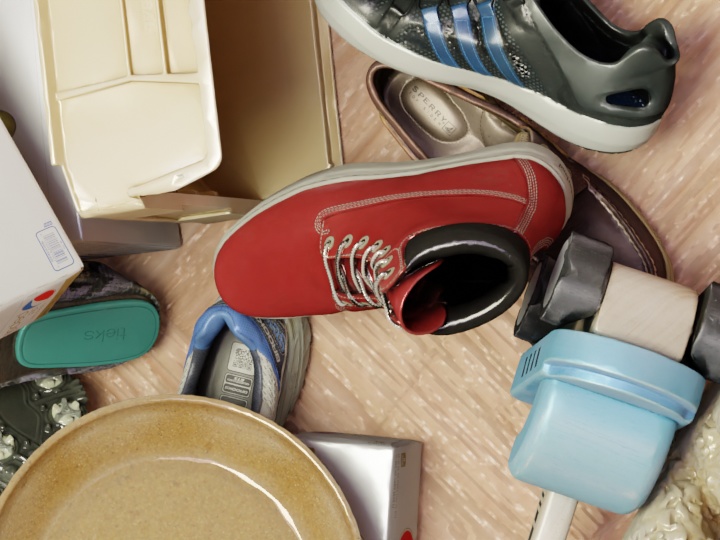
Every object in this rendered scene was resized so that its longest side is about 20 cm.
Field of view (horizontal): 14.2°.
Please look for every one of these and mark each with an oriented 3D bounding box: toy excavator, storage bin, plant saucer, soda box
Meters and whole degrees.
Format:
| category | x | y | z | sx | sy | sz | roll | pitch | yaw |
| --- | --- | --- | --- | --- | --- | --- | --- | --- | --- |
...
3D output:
| category | x | y | z | sx | sy | sz | roll | pitch | yaw |
| --- | --- | --- | --- | --- | --- | --- | --- | --- | --- |
| toy excavator | 0.107 | 0.099 | 1.476 | 0.100 | 0.194 | 0.200 | 20 | 78 | -3 |
| storage bin | -0.089 | -0.129 | 1.509 | 0.093 | 0.200 | 0.199 | -7 | 88 | 17 |
| plant saucer | -0.097 | 0.165 | 1.485 | 0.200 | 0.035 | 0.201 | 1 | 73 | -3 |
| soda box | -0.219 | -0.062 | 1.437 | 0.064 | 0.068 | 0.200 | -25 | 80 | -29 |
| soda box | -0.011 | 0.189 | 1.557 | 0.068 | 0.064 | 0.201 | 4 | 92 | 16 |

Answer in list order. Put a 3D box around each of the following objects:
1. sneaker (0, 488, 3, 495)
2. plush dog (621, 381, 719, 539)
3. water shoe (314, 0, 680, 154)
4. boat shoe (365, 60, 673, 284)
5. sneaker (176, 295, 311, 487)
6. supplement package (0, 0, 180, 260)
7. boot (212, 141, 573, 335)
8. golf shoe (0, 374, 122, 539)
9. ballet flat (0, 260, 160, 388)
| category | x | y | z | sx | sy | sz | roll | pitch | yaw |
| --- | --- | --- | --- | --- | --- | --- | --- | --- | --- |
| sneaker | -0.219 | 0.204 | 1.589 | 0.074 | 0.088 | 0.201 | -4 | 97 | -23 |
| plush dog | 0.247 | 0.113 | 1.464 | 0.172 | 0.161 | 0.200 | 30 | 127 | 0 |
| water shoe | 0.074 | -0.135 | 1.508 | 0.200 | 0.072 | 0.079 | 24 | 127 | 7 |
| boat shoe | 0.080 | -0.045 | 1.527 | 0.200 | 0.072 | 0.072 | 46 | 101 | 11 |
| sneaker | -0.079 | 0.107 | 1.565 | 0.077 | 0.085 | 0.201 | 4 | 91 | 16 |
| supplement package | -0.180 | -0.106 | 1.558 | 0.111 | 0.156 | 0.201 | -7 | 88 | 15 |
| boot | 0.000 | 0.000 | 1.453 | 0.200 | 0.144 | 0.073 | -14 | 109 | 23 |
| golf shoe | -0.170 | 0.121 | 1.592 | 0.077 | 0.088 | 0.200 | -25 | 53 | -23 |
| ballet flat | -0.206 | 0.030 | 1.562 | 0.072 | 0.200 | 0.072 | 11 | 103 | 52 |
